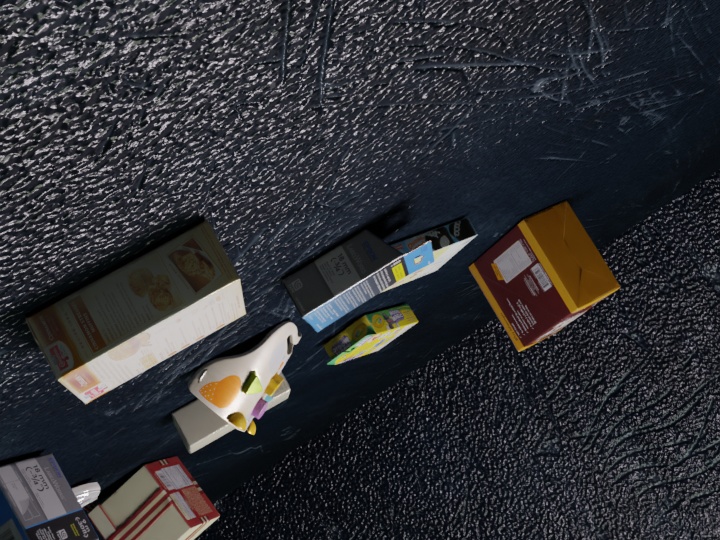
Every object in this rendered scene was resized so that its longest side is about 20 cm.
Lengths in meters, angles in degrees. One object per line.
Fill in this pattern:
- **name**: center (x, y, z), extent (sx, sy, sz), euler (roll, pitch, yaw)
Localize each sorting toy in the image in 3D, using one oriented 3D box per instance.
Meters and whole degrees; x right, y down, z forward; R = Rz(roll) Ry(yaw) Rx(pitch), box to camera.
- **sorting toy**: center (-0.161, 0.156, 1.827), extent (0.180, 0.107, 0.200), euler (-50, 170, -6)

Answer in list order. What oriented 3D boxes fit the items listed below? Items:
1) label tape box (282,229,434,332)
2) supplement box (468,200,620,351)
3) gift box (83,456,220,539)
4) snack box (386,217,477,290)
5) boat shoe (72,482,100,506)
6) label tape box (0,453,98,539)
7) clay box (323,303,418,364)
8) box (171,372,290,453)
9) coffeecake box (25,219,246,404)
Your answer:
- **label tape box**: center (0.000, 0.000, 1.596), extent (0.199, 0.064, 0.144), euler (-31, 168, -1)
- **supplement box**: center (0.351, 0.013, 2.235), extent (0.132, 0.198, 0.200), euler (-22, 166, -37)
- **gift box**: center (-0.425, 0.490, 2.300), extent (0.187, 0.185, 0.200), euler (-42, 163, 11)
- **snack box**: center (0.081, -0.018, 1.802), extent (0.199, 0.037, 0.116), euler (-20, 164, -44)
- **boat shoe**: center (-0.540, 0.439, 2.031), extent (0.199, 0.069, 0.072), euler (-24, 167, -34)
- **label tape box**: center (-0.441, 0.337, 1.630), extent (0.063, 0.145, 0.200), euler (-37, 168, 18)
- **clay box**: center (0.015, 0.121, 2.192), extent (0.115, 0.048, 0.199), euler (-37, 166, 27)
- **box**: center (-0.222, 0.232, 1.989), extent (0.199, 0.069, 0.082), euler (-28, 168, -16)
- **coffeecake box**: center (-0.222, 0.047, 1.184), extent (0.199, 0.073, 0.154), euler (-30, 169, -11)
